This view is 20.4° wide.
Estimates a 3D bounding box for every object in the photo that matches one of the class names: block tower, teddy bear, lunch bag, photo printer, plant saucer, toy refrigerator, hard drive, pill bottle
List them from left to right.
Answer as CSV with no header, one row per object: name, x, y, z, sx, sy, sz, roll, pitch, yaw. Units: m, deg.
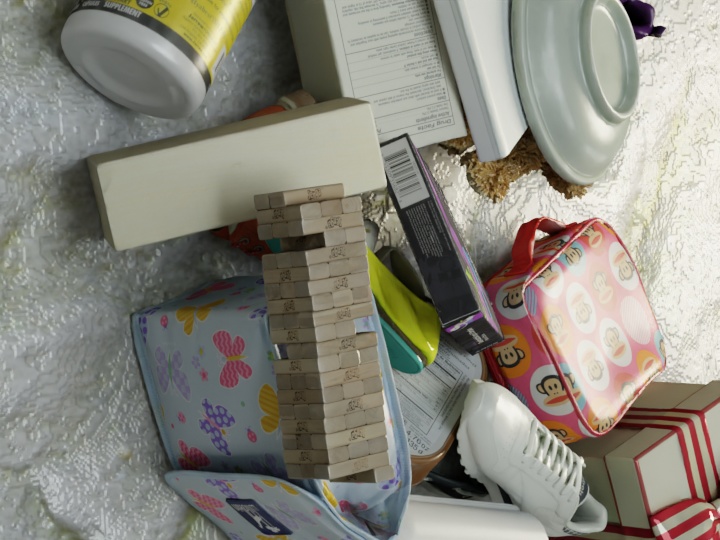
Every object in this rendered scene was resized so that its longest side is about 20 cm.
pill bottle,-0.123,-0.218,1.429,0.111,0.111,0.201,42,62,-34
toy refrigerator,-0.088,-0.067,1.425,0.199,0.076,0.070,-14,100,-12
lunch bag,-0.062,0.111,1.444,0.127,0.169,0.201,-25,106,-40
block tower,-0.025,0.045,1.336,0.058,0.054,0.202,-10,93,-37
photo printer,0.031,0.247,1.548,0.199,0.070,0.167,12,125,-43
hard drive,0.092,-0.201,1.548,0.132,0.026,0.201,-52,128,-58
teddy bear,0.139,-0.124,1.685,0.199,0.067,0.146,-5,56,-37
lunch bag,0.175,0.041,1.695,0.200,0.082,0.177,-34,101,-54
plant saucer,0.187,-0.172,1.633,0.200,0.050,0.202,20,67,-58

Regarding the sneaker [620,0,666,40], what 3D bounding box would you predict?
sneaker,0.185,-0.263,1.733,0.200,0.087,0.075,35,67,-38

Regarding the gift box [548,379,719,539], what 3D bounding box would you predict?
gift box,0.258,0.208,1.732,0.184,0.186,0.201,-34,111,-37

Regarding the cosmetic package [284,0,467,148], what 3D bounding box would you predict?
cosmetic package,0.005,-0.189,1.520,0.103,0.073,0.202,-15,99,-25

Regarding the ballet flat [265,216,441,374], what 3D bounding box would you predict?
ballet flat,0.000,0.000,1.490,0.200,0.067,0.067,46,64,-38

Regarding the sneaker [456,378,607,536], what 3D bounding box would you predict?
sneaker,0.137,0.150,1.592,0.200,0.080,0.077,54,52,-50

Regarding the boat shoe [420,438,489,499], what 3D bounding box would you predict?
boat shoe,0.043,0.129,1.617,0.199,0.060,0.076,28,71,-40

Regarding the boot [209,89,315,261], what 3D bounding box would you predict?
boot,-0.061,-0.027,1.526,0.107,0.075,0.201,-26,114,-19

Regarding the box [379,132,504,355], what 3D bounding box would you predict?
box,0.062,-0.016,1.527,0.200,0.036,0.144,48,20,-78

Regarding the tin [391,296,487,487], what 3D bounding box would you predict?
tin,0.035,0.091,1.566,0.112,0.042,0.200,44,36,-6
